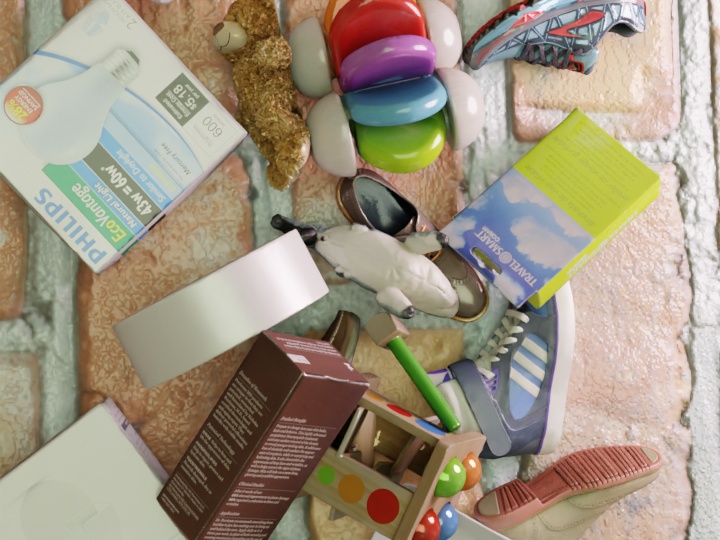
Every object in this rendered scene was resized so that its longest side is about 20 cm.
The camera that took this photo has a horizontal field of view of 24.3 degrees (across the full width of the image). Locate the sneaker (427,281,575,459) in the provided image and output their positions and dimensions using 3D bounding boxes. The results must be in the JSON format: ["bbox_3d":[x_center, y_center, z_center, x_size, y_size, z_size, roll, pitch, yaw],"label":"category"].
[{"bbox_3d":[0.131,0.090,1.675,0.146,0.081,0.201,3,95,-10],"label":"sneaker"}]

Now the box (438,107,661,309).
[{"bbox_3d":[0.188,-0.056,1.664,0.200,0.048,0.122,-42,66,-12],"label":"box"}]

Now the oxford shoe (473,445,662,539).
[{"bbox_3d":[0.216,0.236,1.700,0.200,0.071,0.074,-19,112,-2],"label":"oxford shoe"}]

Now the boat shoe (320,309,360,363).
[{"bbox_3d":[-0.064,0.125,1.660,0.072,0.076,0.200,28,85,-3],"label":"boat shoe"}]

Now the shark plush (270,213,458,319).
[{"bbox_3d":[0.000,0.000,1.641,0.200,0.083,0.091,12,78,11],"label":"shark plush"}]

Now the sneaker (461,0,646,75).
[{"bbox_3d":[0.202,-0.237,1.687,0.200,0.079,0.096,-25,94,-5],"label":"sneaker"}]

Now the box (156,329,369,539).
[{"bbox_3d":[-0.091,0.158,1.535,0.075,0.100,0.200,45,109,35],"label":"box"}]

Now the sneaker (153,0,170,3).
[{"bbox_3d":[-0.200,-0.362,1.637,0.146,0.081,0.200,31,66,13],"label":"sneaker"}]

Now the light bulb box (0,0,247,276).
[{"bbox_3d":[-0.249,-0.131,1.615,0.200,0.125,0.198,-44,94,-5],"label":"light bulb box"}]

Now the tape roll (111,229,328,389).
[{"bbox_3d":[-0.134,0.036,1.589,0.202,0.202,0.071,-28,93,-5],"label":"tape roll"}]

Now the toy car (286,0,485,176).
[{"bbox_3d":[0.024,-0.196,1.616,0.175,0.150,0.200,-12,67,-7],"label":"toy car"}]

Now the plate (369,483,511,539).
[{"bbox_3d":[0.081,0.343,1.658,0.200,0.032,0.200,27,84,14],"label":"plate"}]

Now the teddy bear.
[{"bbox_3d":[-0.097,-0.174,1.625,0.067,0.145,0.200,-14,96,-10],"label":"teddy bear"}]

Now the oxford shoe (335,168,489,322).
[{"bbox_3d":[0.053,-0.022,1.672,0.200,0.073,0.071,42,85,-5],"label":"oxford shoe"}]

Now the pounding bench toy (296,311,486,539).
[{"bbox_3d":[0.043,0.158,1.602,0.156,0.124,0.200,26,98,19],"label":"pounding bench toy"}]

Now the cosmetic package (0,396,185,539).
[{"bbox_3d":[-0.265,0.262,1.612,0.199,0.123,0.200,-37,92,-5],"label":"cosmetic package"}]
